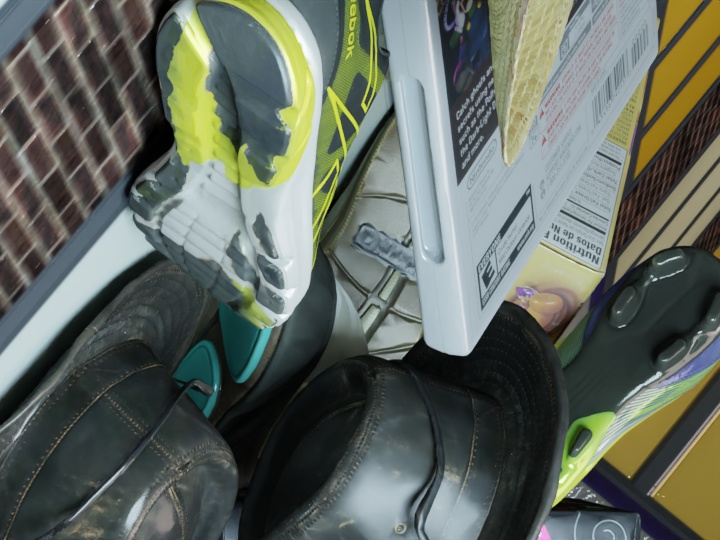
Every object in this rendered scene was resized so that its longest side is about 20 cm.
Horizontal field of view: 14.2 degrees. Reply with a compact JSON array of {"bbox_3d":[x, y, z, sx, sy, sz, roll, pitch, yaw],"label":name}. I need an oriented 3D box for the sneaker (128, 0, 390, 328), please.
[{"bbox_3d":[-0.025,-0.050,1.008,0.085,0.074,0.200,-47,169,-26],"label":"sneaker"}]

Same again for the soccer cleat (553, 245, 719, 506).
[{"bbox_3d":[0.091,0.067,1.294,0.200,0.065,0.084,-39,163,-3],"label":"soccer cleat"}]

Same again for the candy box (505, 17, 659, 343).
[{"bbox_3d":[0.083,-0.036,1.387,0.117,0.056,0.201,-57,-171,42],"label":"candy box"}]

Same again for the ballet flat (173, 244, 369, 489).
[{"bbox_3d":[-0.040,0.035,1.246,0.068,0.068,0.200,2,148,-23],"label":"ballet flat"}]

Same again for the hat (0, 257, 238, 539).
[{"bbox_3d":[-0.099,0.093,1.157,0.201,0.081,0.201,-50,171,-12],"label":"hat"}]

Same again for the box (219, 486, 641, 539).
[{"bbox_3d":[0.021,0.171,1.355,0.115,0.199,0.133,179,-87,-81],"label":"box"}]

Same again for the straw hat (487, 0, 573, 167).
[{"bbox_3d":[0.035,-0.142,0.929,0.201,0.085,0.202,16,90,-84],"label":"straw hat"}]

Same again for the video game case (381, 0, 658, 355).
[{"bbox_3d":[0.065,-0.099,1.099,0.200,0.023,0.183,-55,149,-40],"label":"video game case"}]

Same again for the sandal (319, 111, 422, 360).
[{"bbox_3d":[0.000,0.000,1.333,0.201,0.080,0.054,-56,-169,2],"label":"sandal"}]

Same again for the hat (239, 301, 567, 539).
[{"bbox_3d":[0.001,0.097,1.168,0.201,0.081,0.202,-46,-145,45],"label":"hat"}]

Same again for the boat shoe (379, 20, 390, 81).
[{"bbox_3d":[0.047,-0.100,1.182,0.202,0.072,0.061,17,81,-67],"label":"boat shoe"}]
